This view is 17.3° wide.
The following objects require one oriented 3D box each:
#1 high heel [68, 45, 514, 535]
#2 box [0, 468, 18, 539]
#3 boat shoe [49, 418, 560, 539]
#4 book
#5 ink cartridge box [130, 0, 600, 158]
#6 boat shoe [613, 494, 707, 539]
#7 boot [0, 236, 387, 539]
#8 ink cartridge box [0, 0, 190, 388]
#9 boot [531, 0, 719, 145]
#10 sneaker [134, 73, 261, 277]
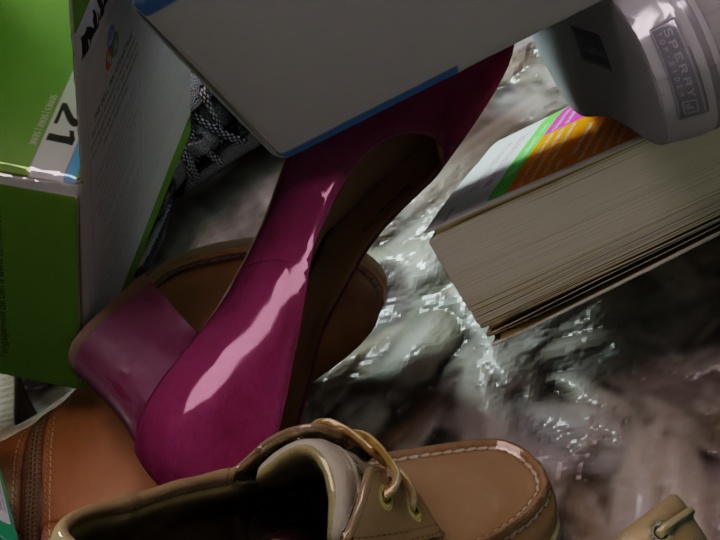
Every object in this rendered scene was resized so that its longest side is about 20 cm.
[{"bbox_3d":[0.000,0.000,0.812,0.200,0.067,0.096,-44,62,-6],"label":"high heel"},{"bbox_3d":[-0.185,0.144,0.781,0.200,0.048,0.117,-56,21,7],"label":"box"},{"bbox_3d":[-0.013,0.084,0.734,0.199,0.067,0.074,-17,36,-38],"label":"boat shoe"},{"bbox_3d":[0.130,-0.059,0.837,0.199,0.048,0.134,-26,15,23],"label":"book"},{"bbox_3d":[0.017,-0.156,0.803,0.145,0.084,0.201,-26,36,31],"label":"ink cartridge box"},{"bbox_3d":[0.016,0.131,0.697,0.200,0.073,0.063,-23,80,4],"label":"boat shoe"},{"bbox_3d":[-0.070,0.081,0.842,0.199,0.074,0.155,-26,40,11],"label":"boot"},{"bbox_3d":[-0.111,-0.083,0.818,0.075,0.201,0.148,10,45,6],"label":"ink cartridge box"},{"bbox_3d":[0.115,-0.096,0.805,0.095,0.074,0.200,-22,21,-5],"label":"boot"},{"bbox_3d":[-0.067,-0.059,1.000,0.199,0.076,0.114,-14,39,29],"label":"sneaker"}]
